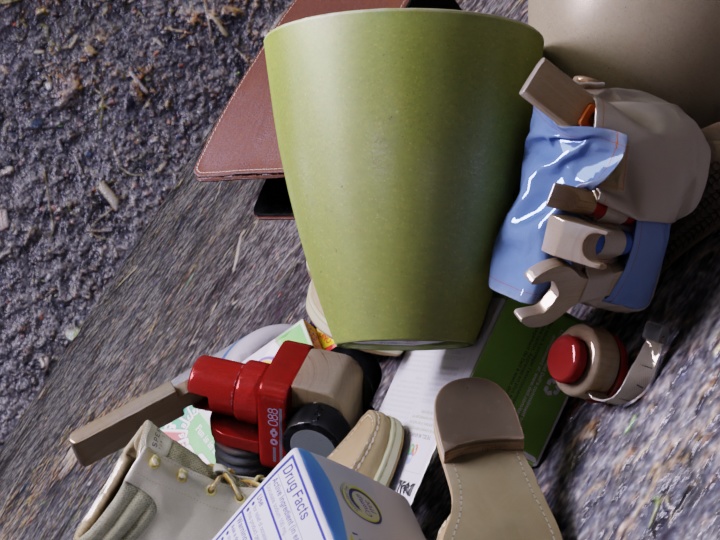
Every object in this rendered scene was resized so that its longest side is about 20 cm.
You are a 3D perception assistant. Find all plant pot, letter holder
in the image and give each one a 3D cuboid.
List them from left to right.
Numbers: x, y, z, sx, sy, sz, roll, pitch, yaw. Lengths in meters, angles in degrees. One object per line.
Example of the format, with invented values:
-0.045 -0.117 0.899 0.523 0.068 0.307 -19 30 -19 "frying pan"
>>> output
-0.016 -0.117 1.479 0.141 0.101 0.201 1 53 43 "letter holder"
0.029 -0.051 1.295 0.187 0.185 0.202 165 106 -68 "plant pot"
0.193 -0.156 1.348 0.136 0.199 0.200 -65 13 4 "plant pot"

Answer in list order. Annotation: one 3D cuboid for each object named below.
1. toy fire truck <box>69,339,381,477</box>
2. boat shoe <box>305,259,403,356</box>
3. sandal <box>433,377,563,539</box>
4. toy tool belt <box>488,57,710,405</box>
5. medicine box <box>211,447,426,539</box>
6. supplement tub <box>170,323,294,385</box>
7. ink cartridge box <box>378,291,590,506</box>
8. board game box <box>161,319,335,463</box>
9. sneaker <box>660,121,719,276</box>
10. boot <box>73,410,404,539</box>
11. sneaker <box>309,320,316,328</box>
-0.097 0.139 1.462 0.129 0.198 0.177 -61 -23 -49 "toy fire truck"
0.000 0.000 1.476 0.200 0.071 0.066 -105 32 -66 "boat shoe"
0.081 0.166 1.212 0.213 0.077 0.070 -97 4 -46 "sandal"
0.126 -0.023 1.226 0.125 0.122 0.202 21 99 55 "toy tool belt"
-0.040 0.248 1.203 0.200 0.102 0.183 -49 37 18 "medicine box"
-0.098 0.131 1.734 0.200 0.131 0.133 -29 28 60 "supplement tub"
0.065 0.113 1.355 0.202 0.075 0.148 -65 16 -8 "ink cartridge box"
-0.091 0.123 1.584 0.199 0.030 0.096 -34 49 11 "board game box"
0.202 -0.042 1.316 0.076 0.071 0.199 -43 10 -39 "sneaker"
-0.080 0.144 1.322 0.201 0.154 0.072 -51 12 3 "boot"
-0.009 0.055 1.757 0.100 0.069 0.200 -52 6 12 "sneaker"
